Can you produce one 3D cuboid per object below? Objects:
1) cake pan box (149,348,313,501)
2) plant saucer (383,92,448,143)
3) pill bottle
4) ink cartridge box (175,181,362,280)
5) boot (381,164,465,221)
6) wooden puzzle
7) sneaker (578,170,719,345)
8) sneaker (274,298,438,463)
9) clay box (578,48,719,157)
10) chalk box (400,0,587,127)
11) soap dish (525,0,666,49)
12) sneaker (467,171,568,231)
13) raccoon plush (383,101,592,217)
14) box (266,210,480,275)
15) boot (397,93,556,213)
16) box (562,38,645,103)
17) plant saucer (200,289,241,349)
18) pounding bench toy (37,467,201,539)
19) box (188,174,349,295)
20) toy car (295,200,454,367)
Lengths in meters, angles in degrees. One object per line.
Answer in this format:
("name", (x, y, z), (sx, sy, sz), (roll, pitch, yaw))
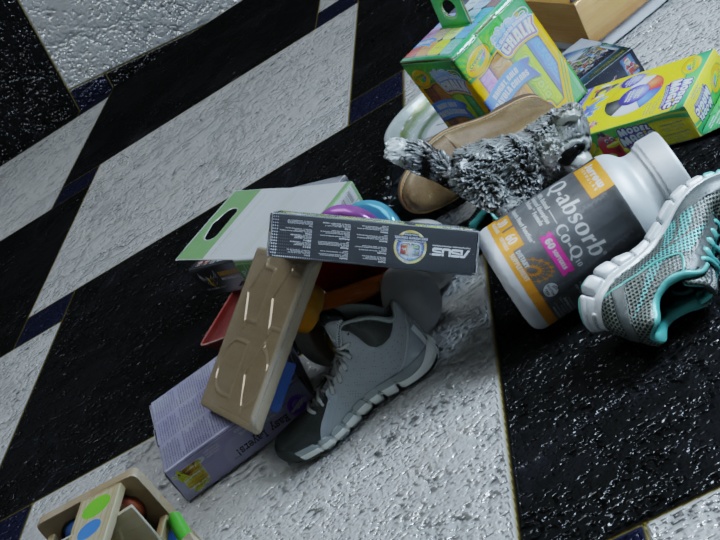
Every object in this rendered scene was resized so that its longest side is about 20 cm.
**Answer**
("cake pan box", (-0.148, 0.151, 1.579), (0.184, 0.052, 0.200), (-35, 23, -2))
("plant saucer", (0.127, -0.210, 1.890), (0.200, 0.050, 0.200), (-29, 23, 14))
("pill bottle", (0.222, -0.040, 1.335), (0.200, 0.116, 0.116), (-34, 23, 7))
("ink cartridge box", (-0.110, -0.044, 1.689), (0.200, 0.048, 0.146), (-3, 38, 41))
("boot", (0.086, -0.115, 1.667), (0.200, 0.076, 0.168), (-48, 10, 26))
("wooden puzzle", (-0.096, 0.072, 1.457), (0.200, 0.046, 0.185), (9, 78, 69))
("sneaker", (0.291, -0.005, 1.232), (0.200, 0.078, 0.091), (-45, 40, -11))
("sneaker", (-0.028, 0.099, 1.419), (0.200, 0.116, 0.075), (-37, 24, -4))
("clay box", (0.325, -0.181, 1.552), (0.200, 0.048, 0.115), (-15, 30, 43))
("chalk box", (0.143, -0.243, 1.628), (0.124, 0.200, 0.124), (-47, 23, -15))
("soap dish", (0.317, -0.374, 1.898), (0.157, 0.081, 0.200), (-39, 22, -7))
("sneaker", (0.188, -0.067, 1.510), (0.091, 0.078, 0.200), (-53, 19, -18))
("raccoon plush", (0.137, -0.132, 1.404), (0.097, 0.200, 0.134), (-98, 31, -76))
("box", (0.012, -0.029, 1.373), (0.200, 0.044, 0.160), (5, 4, -1))
("boot", (0.131, -0.126, 1.520), (0.200, 0.074, 0.075), (-34, 22, -2))
("box", (0.241, -0.212, 1.744), (0.200, 0.038, 0.137), (-38, 23, -5))
("plant saucer", (-0.086, 0.020, 1.763), (0.200, 0.037, 0.200), (-19, 28, 33))
("pounding bench toy", (-0.206, 0.274, 1.322), (0.200, 0.124, 0.156), (-29, 23, 17))
("box", (-0.112, -0.045, 1.816), (0.200, 0.048, 0.158), (-9, 36, 48))
("toy car", (0.000, 0.000, 1.529), (0.175, 0.150, 0.200), (-22, 27, 32))
